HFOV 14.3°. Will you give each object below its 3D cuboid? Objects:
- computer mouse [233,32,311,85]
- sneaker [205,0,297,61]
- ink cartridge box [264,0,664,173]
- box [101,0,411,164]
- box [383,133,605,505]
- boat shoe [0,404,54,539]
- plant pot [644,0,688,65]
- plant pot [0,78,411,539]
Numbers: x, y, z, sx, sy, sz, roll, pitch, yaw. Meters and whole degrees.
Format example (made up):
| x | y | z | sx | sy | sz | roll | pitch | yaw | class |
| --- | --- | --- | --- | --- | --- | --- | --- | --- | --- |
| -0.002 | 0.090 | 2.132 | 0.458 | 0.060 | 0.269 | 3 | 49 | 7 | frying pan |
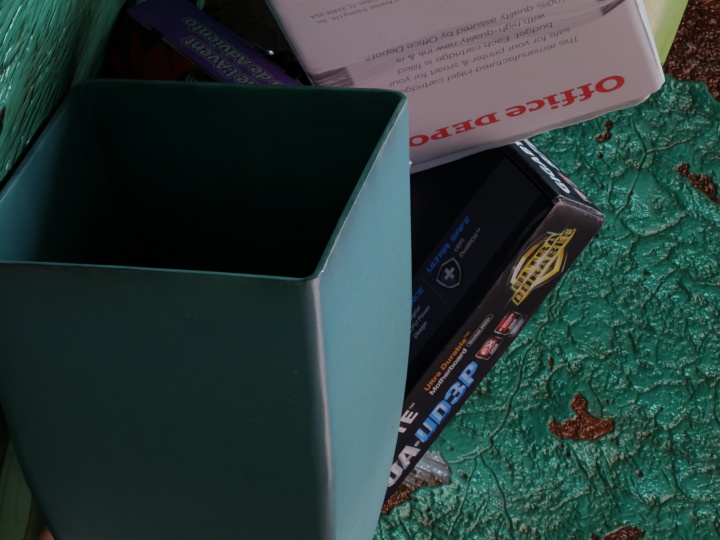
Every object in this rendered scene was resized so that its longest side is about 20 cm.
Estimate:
| x | y | z | sx | sy | sz | roll | pitch | yaw | class |
| --- | --- | --- | --- | --- | --- | --- | --- | --- | --- |
| -0.079 | -0.012 | 1.336 | 0.044 | 0.109 | 0.201 | 4 | 104 | -45 | computer mouse |
| -0.039 | -0.155 | 1.396 | 0.113 | 0.071 | 0.201 | -83 | -178 | -52 | sneaker |
| 0.035 | -0.137 | 1.220 | 0.200 | 0.146 | 0.083 | 60 | 16 | -58 | ink cartridge box |
| -0.071 | -0.003 | 1.259 | 0.039 | 0.137 | 0.200 | -31 | 151 | -50 | box |
| 0.000 | 0.000 | 1.348 | 0.046 | 0.159 | 0.200 | 18 | 114 | -52 | box |
| -0.166 | 0.119 | 1.228 | 0.072 | 0.065 | 0.200 | -55 | 168 | -48 | boat shoe |
| 0.117 | -0.205 | 1.491 | 0.200 | 0.199 | 0.191 | -60 | 161 | -78 | plant pot |
| -0.054 | 0.046 | 1.144 | 0.141 | 0.141 | 0.201 | -64 | 152 | -54 | plant pot |
